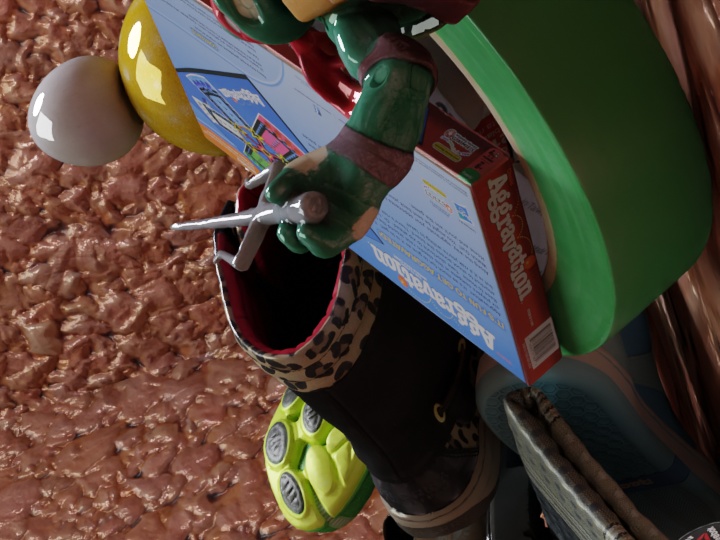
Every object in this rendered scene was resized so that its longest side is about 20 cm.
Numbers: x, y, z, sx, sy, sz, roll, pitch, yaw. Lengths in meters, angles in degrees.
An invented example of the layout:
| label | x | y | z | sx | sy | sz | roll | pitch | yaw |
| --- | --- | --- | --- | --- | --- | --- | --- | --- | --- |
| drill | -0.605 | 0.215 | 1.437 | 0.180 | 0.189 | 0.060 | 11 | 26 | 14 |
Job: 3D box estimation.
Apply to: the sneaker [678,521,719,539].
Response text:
| label | x | y | z | sx | sy | sz | roll | pitch | yaw |
| --- | --- | --- | --- | --- | --- | --- | --- | --- | --- |
| sneaker | 0.130 | 0.167 | 0.552 | 0.074 | 0.088 | 0.200 | -101 | -9 | -75 |

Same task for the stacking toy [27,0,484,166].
| label | x | y | z | sx | sy | sz | roll | pitch | yaw |
| --- | --- | --- | --- | --- | --- | --- | --- | --- | --- |
| stacking toy | -0.056 | -0.100 | 0.769 | 0.146 | 0.200 | 0.146 | -19 | -90 | -82 |

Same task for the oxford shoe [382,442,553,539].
| label | x | y | z | sx | sy | sz | roll | pitch | yaw |
| --- | --- | --- | --- | --- | --- | --- | --- | --- | --- |
| oxford shoe | 0.049 | 0.102 | 0.862 | 0.200 | 0.084 | 0.073 | -74 | -34 | -67 |

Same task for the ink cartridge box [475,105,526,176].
| label | x | y | z | sx | sy | sz | roll | pitch | yaw |
| --- | --- | --- | --- | --- | --- | --- | --- | --- | --- |
| ink cartridge box | 0.056 | -0.074 | 0.954 | 0.144 | 0.084 | 0.200 | 49 | 171 | 34 |

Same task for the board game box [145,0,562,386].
| label | x | y | z | sx | sy | sz | roll | pitch | yaw |
| --- | --- | --- | --- | --- | --- | --- | --- | --- | --- |
| board game box | -0.009 | -0.045 | 0.633 | 0.200 | 0.019 | 0.103 | 38 | 158 | 39 |

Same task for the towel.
| label | x | y | z | sx | sy | sz | roll | pitch | yaw |
| --- | --- | --- | --- | --- | --- | --- | --- | --- | --- |
| towel | 0.138 | 0.153 | 0.720 | 0.200 | 0.035 | 0.193 | 51 | 171 | 37 |

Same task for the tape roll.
| label | x | y | z | sx | sy | sz | roll | pitch | yaw |
| --- | --- | --- | --- | --- | --- | --- | --- | --- | --- |
| tape roll | 0.031 | -0.063 | 0.603 | 0.200 | 0.048 | 0.201 | 47 | 164 | 18 |

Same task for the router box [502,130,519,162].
| label | x | y | z | sx | sy | sz | roll | pitch | yaw |
| --- | --- | --- | --- | --- | --- | --- | --- | --- | --- |
| router box | 0.045 | -0.161 | 0.651 | 0.200 | 0.051 | 0.149 | 68 | -173 | -50 |

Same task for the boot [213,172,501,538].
| label | x | y | z | sx | sy | sz | roll | pitch | yaw |
| --- | --- | --- | --- | --- | --- | --- | --- | --- | --- |
| boot | 0.000 | 0.000 | 0.767 | 0.151 | 0.073 | 0.200 | 47 | -148 | -47 |

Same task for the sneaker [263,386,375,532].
| label | x | y | z | sx | sy | sz | roll | pitch | yaw |
| --- | --- | --- | --- | --- | --- | --- | --- | --- | --- |
| sneaker | 0.010 | 0.064 | 0.894 | 0.084 | 0.074 | 0.200 | 50 | -150 | -20 |

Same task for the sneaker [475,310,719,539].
| label | x | y | z | sx | sy | sz | roll | pitch | yaw |
| --- | --- | --- | --- | --- | --- | --- | --- | --- | --- |
| sneaker | 0.119 | 0.044 | 0.821 | 0.200 | 0.079 | 0.131 | 51 | -146 | -47 |

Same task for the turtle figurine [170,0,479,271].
| label | x | y | z | sx | sy | sz | roll | pitch | yaw |
| --- | --- | --- | --- | --- | --- | --- | --- | --- | --- |
| turtle figurine | -0.006 | -0.093 | 0.453 | 0.101 | 0.200 | 0.150 | -35 | -87 | -41 |

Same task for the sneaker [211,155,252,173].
| label | x | y | z | sx | sy | sz | roll | pitch | yaw |
| --- | --- | --- | --- | --- | --- | --- | --- | --- | --- |
| sneaker | -0.038 | -0.073 | 0.880 | 0.070 | 0.090 | 0.200 | 43 | 166 | 55 |
